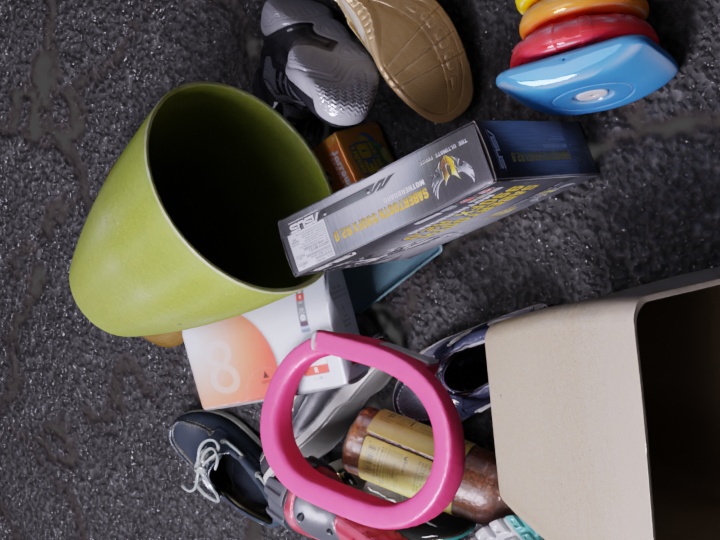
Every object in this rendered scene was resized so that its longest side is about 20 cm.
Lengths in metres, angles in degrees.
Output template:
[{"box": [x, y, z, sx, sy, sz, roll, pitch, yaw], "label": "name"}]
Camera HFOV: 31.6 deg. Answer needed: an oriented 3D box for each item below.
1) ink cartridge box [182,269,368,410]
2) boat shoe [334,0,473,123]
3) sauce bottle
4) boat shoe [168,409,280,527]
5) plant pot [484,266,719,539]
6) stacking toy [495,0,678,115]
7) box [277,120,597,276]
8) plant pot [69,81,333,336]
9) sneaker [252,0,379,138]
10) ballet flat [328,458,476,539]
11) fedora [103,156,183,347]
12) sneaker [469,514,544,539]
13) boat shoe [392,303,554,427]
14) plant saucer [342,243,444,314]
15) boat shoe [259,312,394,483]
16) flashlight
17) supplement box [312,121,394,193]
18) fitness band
[{"box": [-0.092, 0.015, 1.123, 0.162, 0.050, 0.200, -13, 98, 30], "label": "ink cartridge box"}, {"box": [0.027, -0.214, 1.053, 0.074, 0.069, 0.200, -33, 98, 10], "label": "boat shoe"}, {"box": [0.083, 0.175, 1.068, 0.200, 0.066, 0.066, 21, 113, 21], "label": "sauce bottle"}, {"box": [-0.133, 0.202, 1.289, 0.200, 0.062, 0.075, 30, 120, 34], "label": "boat shoe"}, {"box": [0.200, 0.098, 0.896, 0.177, 0.200, 0.200, 3, 101, 54], "label": "plant pot"}, {"box": [0.153, -0.221, 0.931, 0.116, 0.110, 0.201, -13, 79, 27], "label": "stacking toy"}, {"box": [0.059, -0.055, 0.986, 0.200, 0.158, 0.048, -24, 80, 36], "label": "box"}, {"box": [-0.152, -0.025, 1.063, 0.200, 0.187, 0.187, -34, 76, 40], "label": "plant pot"}, {"box": [-0.043, -0.151, 1.105, 0.200, 0.075, 0.114, -117, 33, -49], "label": "sneaker"}, {"box": [0.012, 0.205, 1.148, 0.200, 0.068, 0.068, -7, 120, 42], "label": "ballet flat"}, {"box": [-0.189, -0.025, 1.271, 0.200, 0.082, 0.201, 16, 111, 49], "label": "fedora"}, {"box": [0.127, 0.261, 1.047, 0.078, 0.091, 0.200, 54, 138, 31], "label": "sneaker"}, {"box": [0.077, 0.087, 1.056, 0.200, 0.093, 0.075, -36, 75, 40], "label": "boat shoe"}, {"box": [0.000, 0.000, 1.158, 0.200, 0.019, 0.070, -39, 73, 40], "label": "plant saucer"}, {"box": [-0.039, 0.122, 1.181, 0.060, 0.074, 0.200, 51, 125, 21], "label": "boat shoe"}, {"box": [0.002, 0.219, 1.063, 0.200, 0.068, 0.068, 24, 122, 46], "label": "flashlight"}, {"box": [-0.053, -0.057, 1.161, 0.200, 0.069, 0.067, -34, 79, 38], "label": "supplement box"}, {"box": [-0.001, 0.127, 1.027, 0.200, 0.037, 0.144, 15, 95, 38], "label": "fitness band"}]
